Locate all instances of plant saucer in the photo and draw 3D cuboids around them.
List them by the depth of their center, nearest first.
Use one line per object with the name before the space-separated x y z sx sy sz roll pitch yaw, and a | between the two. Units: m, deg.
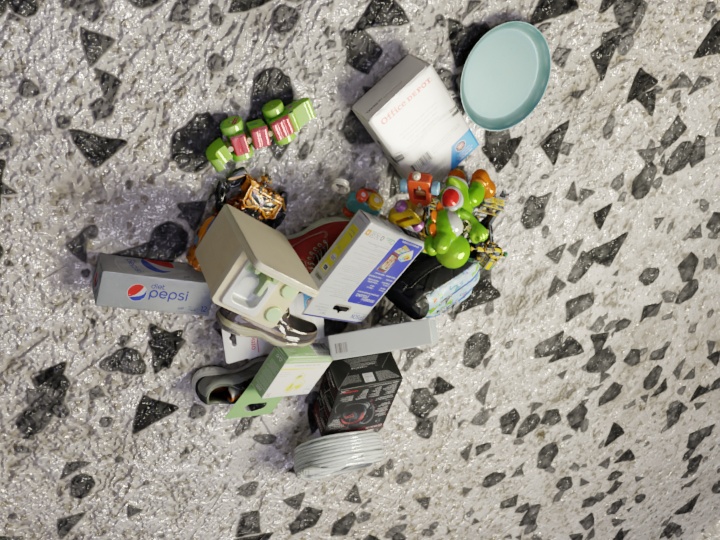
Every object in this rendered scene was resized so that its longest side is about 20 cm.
plant saucer | 0.266 -0.362 1.377 0.197 0.027 0.203 -13 122 -21

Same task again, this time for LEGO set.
LEGO set | 0.200 -0.101 1.397 0.197 0.155 0.117 20 139 -7

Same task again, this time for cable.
cable | -0.048 0.397 1.582 0.196 0.070 0.201 -11 160 -8

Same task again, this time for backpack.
backpack | 0.146 0.007 1.462 0.199 0.163 0.155 -39 136 -15

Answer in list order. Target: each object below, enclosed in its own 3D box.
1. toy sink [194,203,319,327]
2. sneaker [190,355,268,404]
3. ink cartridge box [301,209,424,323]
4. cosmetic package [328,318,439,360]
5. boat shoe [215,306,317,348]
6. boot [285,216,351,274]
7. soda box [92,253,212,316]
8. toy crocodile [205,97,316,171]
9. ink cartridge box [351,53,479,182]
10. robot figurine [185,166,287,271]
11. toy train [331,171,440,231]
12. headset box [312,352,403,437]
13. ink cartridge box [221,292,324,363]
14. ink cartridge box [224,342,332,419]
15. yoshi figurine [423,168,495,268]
toy sink | -0.172 0.006 1.188 0.129 0.200 0.113 27 105 -37
sneaker | -0.226 0.223 1.438 0.197 0.079 0.075 -9 121 -24
ink cartridge box | 0.000 0.000 1.306 0.201 0.047 0.197 -49 151 16
cosmetic package | 0.049 0.134 1.441 0.196 0.151 0.053 -10 82 9
boat shoe | -0.156 0.084 1.310 0.197 0.075 0.074 14 110 -34
boot | -0.074 -0.024 1.329 0.197 0.144 0.073 -20 124 -16
soda box | -0.352 0.026 1.268 0.197 0.064 0.069 7 116 -29
toy crocodile | -0.164 -0.227 1.217 0.197 0.062 0.068 -26 127 -12
ink cartridge box | 0.100 -0.257 1.317 0.146 0.084 0.200 -41 128 0
robot figurine | -0.209 -0.078 1.283 0.144 0.058 0.201 27 104 -36
toy train | 0.053 -0.140 1.326 0.196 0.056 0.151 5 145 19
headset box | -0.011 0.269 1.550 0.146 0.076 0.202 -7 138 -23
ink cartridge box | -0.172 0.089 1.393 0.197 0.067 0.118 -13 123 -20
ink cartridge box | -0.155 0.225 1.422 0.145 0.048 0.201 8 122 -56
yoshi figurine | 0.169 -0.082 1.292 0.111 0.201 0.113 32 144 -1
